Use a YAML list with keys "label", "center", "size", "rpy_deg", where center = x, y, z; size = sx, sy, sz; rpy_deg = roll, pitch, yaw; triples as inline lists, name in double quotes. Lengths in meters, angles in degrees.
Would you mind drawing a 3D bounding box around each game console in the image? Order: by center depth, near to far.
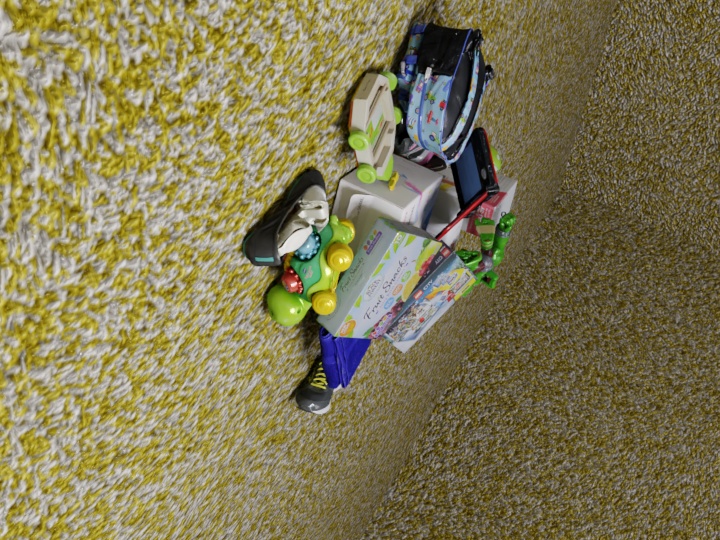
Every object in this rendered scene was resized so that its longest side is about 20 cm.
- label: "game console"
  center: [0.159, -0.138, 1.534]
  size: [0.200, 0.118, 0.173]
  rpy_deg: [132, -53, -77]

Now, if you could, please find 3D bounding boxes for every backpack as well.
- label: "backpack"
  center: [0.132, -0.289, 1.451]
  size: [0.183, 0.134, 0.201]
  rpy_deg: [33, 71, -71]

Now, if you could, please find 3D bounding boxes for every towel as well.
- label: "towel"
  center: [-0.018, 0.121, 1.585]
  size: [0.148, 0.049, 0.200]
  rpy_deg: [-54, 159, -28]

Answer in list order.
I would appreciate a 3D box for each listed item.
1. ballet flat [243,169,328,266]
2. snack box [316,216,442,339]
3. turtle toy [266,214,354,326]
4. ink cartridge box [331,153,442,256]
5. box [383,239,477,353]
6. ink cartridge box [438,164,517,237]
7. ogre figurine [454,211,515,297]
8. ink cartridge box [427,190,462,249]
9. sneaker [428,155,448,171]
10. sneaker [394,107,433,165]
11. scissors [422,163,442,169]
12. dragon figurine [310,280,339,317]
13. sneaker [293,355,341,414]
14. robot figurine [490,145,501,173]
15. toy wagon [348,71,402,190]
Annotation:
- label: "ballet flat"
  center: [-0.087, -0.071, 1.246]
  size: [0.200, 0.068, 0.068]
  rpy_deg: [-54, 142, -35]
- label: "snack box"
  center: [0.032, 0.017, 1.415]
  size: [0.142, 0.053, 0.201]
  rpy_deg: [11, 115, -54]
- label: "turtle toy"
  center: [-0.078, 0.002, 1.336]
  size: [0.146, 0.101, 0.201]
  rpy_deg: [-87, -163, -67]
- label: "ink cartridge box"
  center: [0.037, -0.103, 1.504]
  size: [0.200, 0.125, 0.129]
  rpy_deg: [-43, 154, -53]
- label: "box"
  center: [0.113, 0.051, 1.584]
  size: [0.200, 0.038, 0.137]
  rpy_deg: [-45, 146, 2]
- label: "ink cartridge box"
  center: [0.209, -0.163, 1.829]
  size: [0.145, 0.199, 0.084]
  rpy_deg: [-45, 152, -48]
- label: "ogre figurine"
  center: [0.231, -0.019, 1.719]
  size: [0.201, 0.098, 0.120]
  rpy_deg: [-60, 158, -27]
- label: "ink cartridge box"
  center: [0.118, -0.070, 1.750]
  size: [0.083, 0.145, 0.201]
  rpy_deg: [-51, 160, -41]
- label: "sneaker"
  center: [0.142, -0.248, 1.705]
  size: [0.200, 0.072, 0.085]
  rpy_deg: [125, -36, -78]
- label: "sneaker"
  center: [0.117, -0.293, 1.575]
  size: [0.086, 0.080, 0.201]
  rpy_deg: [26, 79, -54]
- label: "scissors"
  center: [0.106, -0.184, 1.609]
  size: [0.200, 0.073, 0.014]
  rpy_deg: [-118, -164, -81]
- label: "dragon figurine"
  center: [-0.053, 0.069, 1.595]
  size: [0.100, 0.059, 0.200]
  rpy_deg: [-66, 165, 3]
- label: "sneaker"
  center: [-0.078, 0.214, 1.738]
  size: [0.200, 0.074, 0.085]
  rpy_deg: [-52, 156, -64]
- label: "robot figurine"
  center: [0.257, -0.218, 2.046]
  size: [0.175, 0.115, 0.201]
  rpy_deg: [30, 85, -83]
- label: "toy wagon"
  center: [0.026, -0.210, 1.378]
  size: [0.201, 0.039, 0.156]
  rpy_deg: [77, 29, -48]
